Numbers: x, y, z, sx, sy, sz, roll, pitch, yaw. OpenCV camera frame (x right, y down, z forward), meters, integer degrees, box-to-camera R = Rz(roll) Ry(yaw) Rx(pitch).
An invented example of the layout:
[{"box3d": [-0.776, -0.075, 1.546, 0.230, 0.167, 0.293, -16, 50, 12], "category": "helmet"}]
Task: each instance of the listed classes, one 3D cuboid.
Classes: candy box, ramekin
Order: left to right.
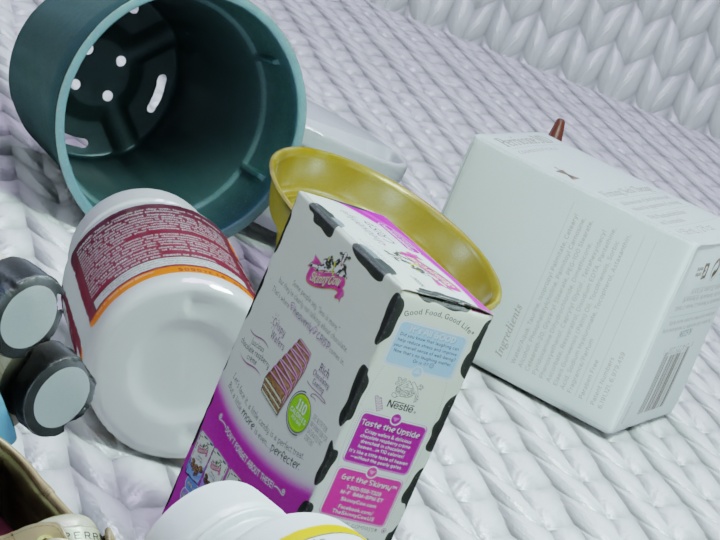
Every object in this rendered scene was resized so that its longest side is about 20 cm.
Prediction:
[{"box3d": [-0.068, -0.094, 2.075, 0.202, 0.094, 0.202, 27, 7, -4], "category": "ramekin"}, {"box3d": [-0.021, 0.077, 1.299, 0.061, 0.201, 0.136, 15, 16, -30], "category": "candy box"}]

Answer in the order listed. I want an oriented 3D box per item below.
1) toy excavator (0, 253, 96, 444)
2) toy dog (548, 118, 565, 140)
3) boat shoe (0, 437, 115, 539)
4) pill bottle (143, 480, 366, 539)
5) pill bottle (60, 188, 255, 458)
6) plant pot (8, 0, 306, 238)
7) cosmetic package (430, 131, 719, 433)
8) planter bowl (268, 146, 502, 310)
[{"box3d": [-0.255, 0.045, 1.266, 0.100, 0.200, 0.195, 33, -28, 38], "category": "toy excavator"}, {"box3d": [0.211, -0.093, 2.579, 0.132, 0.097, 0.200, 11, 18, -41], "category": "toy dog"}, {"box3d": [-0.142, 0.140, 1.138, 0.074, 0.067, 0.200, 9, 20, -46], "category": "boat shoe"}, {"box3d": [-0.014, 0.177, 1.118, 0.111, 0.112, 0.200, 9, 20, -46], "category": "pill bottle"}, {"box3d": [-0.121, 0.025, 1.518, 0.114, 0.115, 0.200, 19, 15, -18], "category": "pill bottle"}, {"box3d": [-0.171, -0.136, 1.923, 0.200, 0.201, 0.196, 16, 8, -29], "category": "plant pot"}, {"box3d": [0.169, 0.006, 1.977, 0.200, 0.167, 0.167, 27, 14, 19], "category": "cosmetic package"}, {"box3d": [0.000, 0.000, 1.855, 0.200, 0.084, 0.201, 28, 21, -12], "category": "planter bowl"}]
